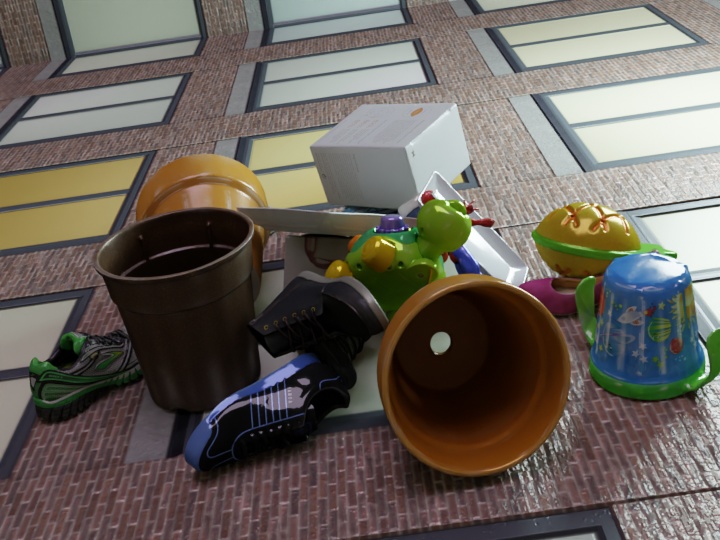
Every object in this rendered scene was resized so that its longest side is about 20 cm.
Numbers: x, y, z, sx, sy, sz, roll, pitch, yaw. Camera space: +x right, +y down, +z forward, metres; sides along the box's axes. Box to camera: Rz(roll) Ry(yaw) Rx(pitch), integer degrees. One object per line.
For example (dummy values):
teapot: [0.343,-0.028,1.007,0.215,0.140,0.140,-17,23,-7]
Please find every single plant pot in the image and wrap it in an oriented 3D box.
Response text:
plant pot: [0.107,0.096,1.065,0.196,0.205,0.183,-11,10,-6]
plant pot: [-0.214,0.054,1.215,0.196,0.202,0.201,-6,25,3]
plant pot: [-0.218,-0.032,1.404,0.196,0.203,0.185,-12,41,-8]

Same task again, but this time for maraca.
maraca: [0.331,-0.034,1.328,0.196,0.109,0.137,12,19,20]

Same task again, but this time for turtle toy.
turtle toy: [0.057,-0.015,1.186,0.199,0.144,0.103,-32,36,44]

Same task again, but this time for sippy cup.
sippy cup: [0.330,0.057,1.118,0.174,0.133,0.140,2,28,20]

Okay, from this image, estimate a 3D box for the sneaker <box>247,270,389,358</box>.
sneaker: [-0.050,0.065,1.125,0.106,0.076,0.199,-41,22,-21]

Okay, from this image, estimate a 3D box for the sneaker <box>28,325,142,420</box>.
sneaker: [-0.341,0.112,1.268,0.077,0.087,0.199,12,32,36]

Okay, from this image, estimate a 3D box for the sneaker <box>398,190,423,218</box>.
sneaker: [0.114,-0.053,1.448,0.074,0.085,0.199,-35,-16,15]

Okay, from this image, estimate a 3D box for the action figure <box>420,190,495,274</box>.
action figure: [0.152,-0.028,1.267,0.098,0.202,0.065,-29,-9,-17]

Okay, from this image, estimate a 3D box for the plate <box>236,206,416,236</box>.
plate: [-0.041,-0.065,1.337,0.197,0.033,0.197,2,4,-44]

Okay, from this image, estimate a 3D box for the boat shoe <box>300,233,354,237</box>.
boat shoe: [0.000,-0.008,1.422,0.195,0.068,0.074,9,26,5]

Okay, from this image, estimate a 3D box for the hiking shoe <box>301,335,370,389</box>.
hiking shoe: [-0.028,0.083,1.237,0.099,0.077,0.200,-18,27,-12]

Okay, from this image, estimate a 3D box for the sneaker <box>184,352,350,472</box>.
sneaker: [-0.101,0.171,1.093,0.199,0.071,0.078,-35,51,-24]

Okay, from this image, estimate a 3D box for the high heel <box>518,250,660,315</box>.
high heel: [0.296,0.009,1.262,0.197,0.098,0.067,11,32,34]

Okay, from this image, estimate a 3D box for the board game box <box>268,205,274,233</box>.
board game box: [-0.240,-0.089,1.695,0.125,0.035,0.198,-28,32,-33]

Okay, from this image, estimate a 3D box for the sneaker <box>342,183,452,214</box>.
sneaker: [0.071,-0.087,1.565,0.197,0.080,0.096,-25,34,-11]

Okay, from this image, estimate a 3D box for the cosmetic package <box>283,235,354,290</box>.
cosmetic package: [0.000,0.000,1.325,0.195,0.089,0.103,2,1,7]

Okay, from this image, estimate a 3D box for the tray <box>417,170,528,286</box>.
tray: [0.155,-0.044,1.357,0.022,0.200,0.108,-41,8,31]

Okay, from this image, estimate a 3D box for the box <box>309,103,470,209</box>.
box: [0.047,-0.183,1.540,0.197,0.108,0.152,8,38,40]
